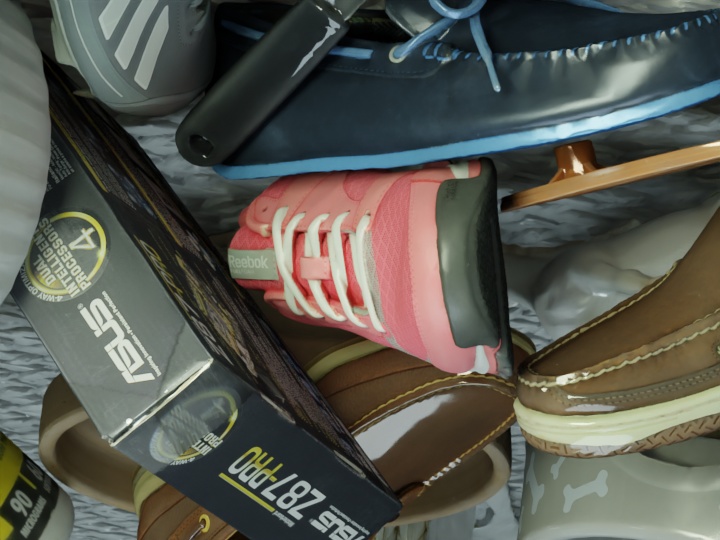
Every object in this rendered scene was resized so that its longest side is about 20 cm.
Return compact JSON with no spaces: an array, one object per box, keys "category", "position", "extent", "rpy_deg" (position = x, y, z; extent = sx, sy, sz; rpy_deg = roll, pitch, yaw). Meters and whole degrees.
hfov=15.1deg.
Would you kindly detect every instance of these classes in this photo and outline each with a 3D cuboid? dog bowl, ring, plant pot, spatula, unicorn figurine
[{"category":"dog bowl","position":[0.153,0.117,1.088],"extent":[0.199,0.059,0.200],"rpy_deg":[18,157,8]},{"category":"ring","position":[0.142,-0.051,0.910],"extent":[0.200,0.019,0.200],"rpy_deg":[-13,180,0]},{"category":"plant pot","position":[-0.034,0.042,1.155],"extent":[0.200,0.093,0.201],"rpy_deg":[2,160,1]},{"category":"spatula","position":[-0.002,-0.086,0.838],"extent":[0.056,0.021,0.200],"rpy_deg":[39,136,-10]},{"category":"unicorn figurine","position":[0.107,-0.001,1.022],"extent":[0.199,0.074,0.137],"rpy_deg":[-4,-165,-14]}]

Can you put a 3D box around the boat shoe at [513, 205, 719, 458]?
[{"category":"boat shoe","position":[0.136,-0.003,0.921],"extent":[0.202,0.075,0.075],"rpy_deg":[-22,-163,-21]}]

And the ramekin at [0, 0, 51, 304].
[{"category":"ramekin","position":[-0.188,-0.041,0.828],"extent":[0.200,0.201,0.105],"rpy_deg":[-9,166,27]}]

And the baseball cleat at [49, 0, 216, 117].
[{"category":"baseball cleat","position":[-0.054,-0.102,0.816],"extent":[0.106,0.070,0.200],"rpy_deg":[-3,159,13]}]

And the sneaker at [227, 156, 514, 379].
[{"category":"sneaker","position":[0.000,0.000,0.924],"extent":[0.086,0.074,0.200],"rpy_deg":[-7,-174,-7]}]

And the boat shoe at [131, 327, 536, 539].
[{"category":"boat shoe","position":[-0.009,0.081,1.035],"extent":[0.200,0.068,0.072],"rpy_deg":[-30,138,35]}]

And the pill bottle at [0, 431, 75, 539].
[{"category":"pill bottle","position":[-0.226,0.074,1.134],"extent":[0.200,0.114,0.114],"rpy_deg":[45,143,-17]}]

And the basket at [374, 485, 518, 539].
[{"category":"basket","position":[-0.005,0.204,1.427],"extent":[0.160,0.201,0.198],"rpy_deg":[0,159,11]}]

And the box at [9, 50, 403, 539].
[{"category":"box","position":[-0.079,0.001,0.923],"extent":[0.049,0.200,0.161],"rpy_deg":[-38,150,2]}]

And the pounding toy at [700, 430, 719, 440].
[{"category":"pounding toy","position":[0.244,0.059,1.141],"extent":[0.199,0.143,0.184],"rpy_deg":[19,158,3]}]

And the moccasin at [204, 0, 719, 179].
[{"category":"moccasin","position":[0.025,-0.070,0.874],"extent":[0.199,0.068,0.080],"rpy_deg":[-6,-174,30]}]
